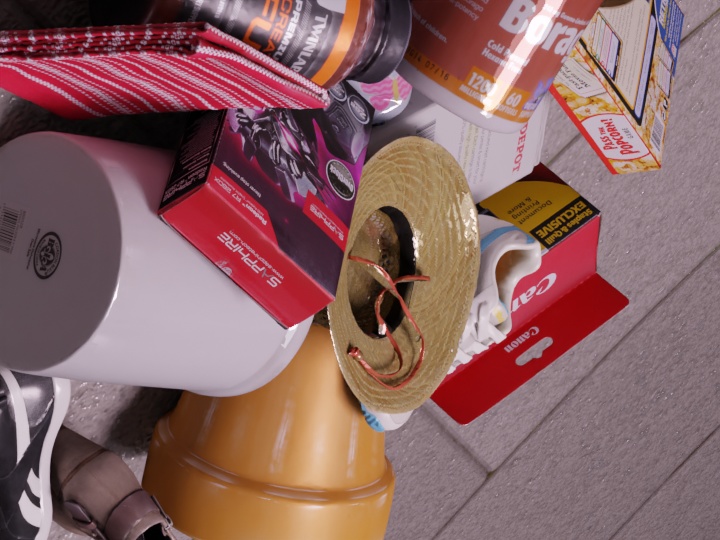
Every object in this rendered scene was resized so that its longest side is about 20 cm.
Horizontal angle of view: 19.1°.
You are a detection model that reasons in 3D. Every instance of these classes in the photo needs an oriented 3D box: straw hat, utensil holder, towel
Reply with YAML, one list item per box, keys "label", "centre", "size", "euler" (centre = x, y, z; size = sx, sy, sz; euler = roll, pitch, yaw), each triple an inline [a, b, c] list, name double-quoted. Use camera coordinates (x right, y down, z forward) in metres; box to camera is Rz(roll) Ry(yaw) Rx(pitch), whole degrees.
- label: "straw hat"
  centre: [0.000, 0.000, 1.563]
  size: [0.201, 0.085, 0.202]
  euler: [-11, 103, -51]
- label: "utensil holder"
  centre: [-0.150, -0.003, 1.445]
  size: [0.200, 0.170, 0.170]
  euler: [8, 119, -55]
- label: "towel"
  centre: [-0.138, -0.119, 1.322]
  size: [0.145, 0.199, 0.023]
  euler: [22, 72, -57]

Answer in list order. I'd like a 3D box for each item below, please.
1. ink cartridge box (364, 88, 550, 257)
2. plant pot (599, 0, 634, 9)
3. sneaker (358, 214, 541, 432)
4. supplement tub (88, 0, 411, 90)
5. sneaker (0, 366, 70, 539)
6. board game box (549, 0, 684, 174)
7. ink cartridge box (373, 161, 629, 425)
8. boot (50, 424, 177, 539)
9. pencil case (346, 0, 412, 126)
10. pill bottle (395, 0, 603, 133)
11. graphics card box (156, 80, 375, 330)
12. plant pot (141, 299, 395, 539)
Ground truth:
- label: "ink cartridge box"
  centre: [0.048, -0.109, 1.664]
  size: [0.200, 0.083, 0.145]
  euler: [-29, 145, -30]
- label: "plant pot"
  centre: [0.164, -0.289, 1.557]
  size: [0.200, 0.027, 0.201]
  euler: [-1, 91, -48]
- label: "sneaker"
  centre: [0.065, 0.039, 1.642]
  size: [0.200, 0.081, 0.077]
  euler: [-58, 146, -22]
- label: "supplement tub"
  centre: [-0.065, -0.173, 1.365]
  size: [0.200, 0.107, 0.107]
  euler: [10, 120, -35]
- label: "sneaker"
  centre: [-0.283, 0.147, 1.556]
  size: [0.112, 0.073, 0.201]
  euler: [-13, 128, -40]
- label: "board game box"
  centre: [0.186, -0.191, 1.659]
  size: [0.200, 0.046, 0.152]
  euler: [46, 47, -46]
- label: "ink cartridge box"
  centre: [0.099, 0.003, 1.772]
  size: [0.200, 0.176, 0.084]
  euler: [-35, 149, -22]
- label: "boot"
  centre: [-0.188, 0.194, 1.649]
  size: [0.070, 0.146, 0.200]
  euler: [-43, 151, -12]
- label: "pencil case"
  centre: [-0.005, -0.193, 1.498]
  size: [0.090, 0.083, 0.200]
  euler: [-10, 140, -10]
- label: "pill bottle"
  centre: [0.111, -0.202, 1.438]
  size: [0.112, 0.112, 0.200]
  euler: [4, 122, -54]
- label: "graphics card box"
  centre: [-0.059, -0.074, 1.429]
  size: [0.051, 0.200, 0.125]
  euler: [-30, 121, 32]
- label: "plant pot"
  centre: [-0.059, 0.106, 1.693]
  size: [0.200, 0.200, 0.184]
  euler: [-7, 116, -49]
